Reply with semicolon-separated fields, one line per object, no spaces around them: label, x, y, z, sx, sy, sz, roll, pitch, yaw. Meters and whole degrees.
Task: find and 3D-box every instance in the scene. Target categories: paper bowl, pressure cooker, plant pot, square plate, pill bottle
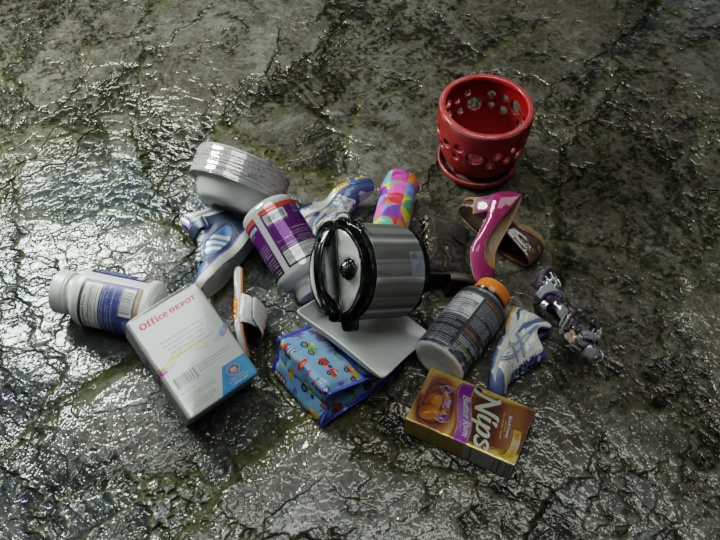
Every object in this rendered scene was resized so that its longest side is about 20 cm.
paper bowl;-0.251;-0.172;1.640;0.199;0.201;0.105;17;80;13
pressure cooker;0.002;-0.001;1.430;0.199;0.179;0.176;-2;43;-39
plant pot;0.261;-0.288;1.735;0.198;0.183;0.202;0;51;0
square plate;0.008;0.105;1.476;0.198;0.029;0.200;35;32;17
pill bottle;-0.136;-0.040;1.567;0.112;0.113;0.201;-28;78;-20
pill bottle;-0.472;0.057;1.509;0.198;0.111;0.112;11;53;8
pill bottle;0.196;0.102;1.480;0.106;0.107;0.200;30;58;22

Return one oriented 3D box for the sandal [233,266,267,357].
sandal;-0.206;0.070;1.520;0.059;0.079;0.208;-7;50;-2

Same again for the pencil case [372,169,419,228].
pencil case;0.065;-0.117;1.666;0.088;0.089;0.201;12;51;9

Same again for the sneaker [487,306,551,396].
sneaker;0.289;0.152;1.460;0.088;0.076;0.201;19;55;14

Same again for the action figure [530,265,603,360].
action figure;0.387;0.090;1.488;0.069;0.130;0.201;-40;52;12

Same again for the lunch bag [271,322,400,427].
lunch bag;-0.034;0.163;1.457;0.199;0.095;0.150;-23;53;-37

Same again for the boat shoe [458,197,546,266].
boat shoe;0.278;-0.079;1.643;0.199;0.071;0.070;32;57;22

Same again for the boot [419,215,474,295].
boot;0.136;-0.039;1.608;0.198;0.069;0.175;11;48;-19

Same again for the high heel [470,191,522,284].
high heel;0.270;-0.055;1.581;0.095;0.067;0.202;-4;73;30

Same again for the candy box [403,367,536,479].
candy box;0.188;0.259;1.389;0.199;0.057;0.117;22;54;14

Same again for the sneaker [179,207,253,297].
sneaker;-0.313;-0.045;1.601;0.146;0.081;0.200;28;52;12

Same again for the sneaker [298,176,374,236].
sneaker;-0.045;-0.116;1.671;0.199;0.075;0.088;-33;67;-13

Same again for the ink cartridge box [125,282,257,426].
ink cartridge box;-0.298;0.145;1.416;0.144;0.085;0.201;-33;83;-24
